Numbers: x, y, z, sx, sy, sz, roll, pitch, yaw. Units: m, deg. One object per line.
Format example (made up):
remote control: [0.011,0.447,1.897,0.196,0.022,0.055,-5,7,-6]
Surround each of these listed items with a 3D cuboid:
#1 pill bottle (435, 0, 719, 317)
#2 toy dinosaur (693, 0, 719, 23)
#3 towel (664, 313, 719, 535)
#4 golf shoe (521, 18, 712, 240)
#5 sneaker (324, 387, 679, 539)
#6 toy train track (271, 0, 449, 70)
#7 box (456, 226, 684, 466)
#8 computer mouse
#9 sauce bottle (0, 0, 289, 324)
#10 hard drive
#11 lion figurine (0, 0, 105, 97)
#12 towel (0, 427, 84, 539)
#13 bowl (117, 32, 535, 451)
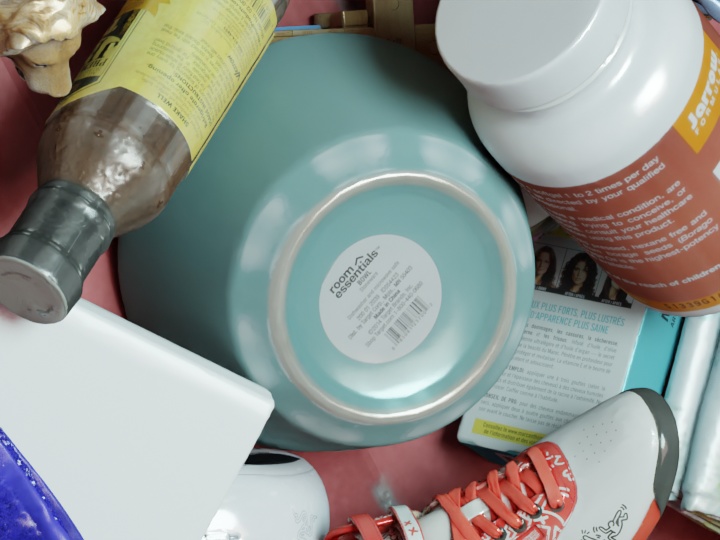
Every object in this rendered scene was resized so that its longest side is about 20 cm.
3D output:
pill bottle: [0.118,-0.070,1.206,0.200,0.112,0.113,41,68,-47]
toy dinosaur: [0.148,-0.173,1.207,0.199,0.182,0.105,32,74,5]
towel: [0.214,0.046,1.382,0.171,0.048,0.201,33,70,-59]
golf shoe: [0.094,-0.103,1.299,0.092,0.073,0.201,28,98,-45]
sneaker: [0.054,0.125,1.247,0.107,0.202,0.067,14,39,-36]
toy train track: [-0.027,-0.102,1.273,0.199,0.032,0.116,-6,95,-32]
box: [0.119,0.004,1.335,0.049,0.082,0.201,36,69,-58]
computer mouse: [-0.090,0.121,1.227,0.199,0.044,0.110,-7,93,-33]
sauce bottle: [-0.096,-0.063,1.146,0.065,0.065,0.200,48,49,-24]
hard drive: [-0.154,0.067,1.143,0.199,0.026,0.132,27,98,-16]
lion figurine: [-0.110,-0.159,1.165,0.073,0.122,0.200,49,65,-23]
towel: [-0.208,0.150,1.107,0.200,0.050,0.148,-35,107,-5]
bowl: [0.000,0.000,1.215,0.200,0.105,0.202,-5,105,-19]
